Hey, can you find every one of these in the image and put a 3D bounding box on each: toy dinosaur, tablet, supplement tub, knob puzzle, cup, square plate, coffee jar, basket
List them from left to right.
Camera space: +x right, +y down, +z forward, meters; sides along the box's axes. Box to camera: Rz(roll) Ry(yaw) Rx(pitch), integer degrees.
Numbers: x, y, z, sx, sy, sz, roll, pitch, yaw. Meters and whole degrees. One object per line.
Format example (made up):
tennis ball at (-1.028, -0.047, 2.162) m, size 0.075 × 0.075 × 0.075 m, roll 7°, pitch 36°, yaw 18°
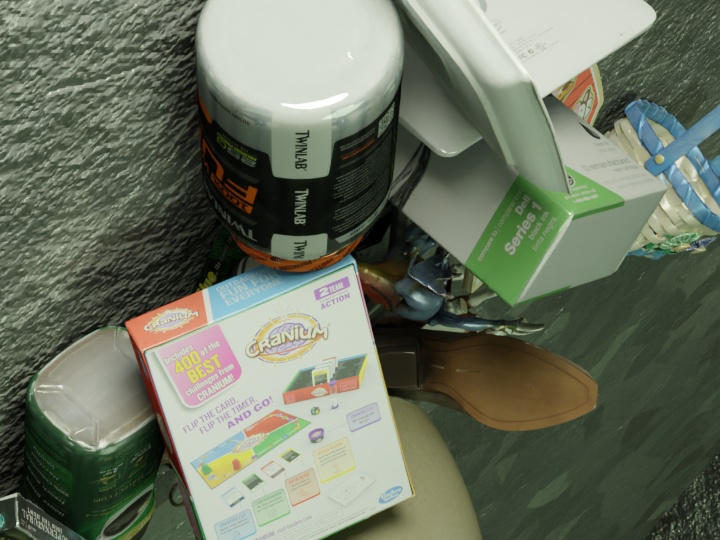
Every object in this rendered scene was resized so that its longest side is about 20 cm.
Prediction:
coffee jar at (-0.188, 0.134, 1.419) m, size 0.104 × 0.085 × 0.200 m, roll -38°, pitch 159°, yaw -35°
supplement tub at (-0.037, -0.089, 1.230) m, size 0.122 × 0.123 × 0.200 m, roll -37°, pitch 158°, yaw -20°
cup at (0.000, 0.178, 1.549) m, size 0.199 × 0.144 × 0.201 m, roll 2°, pitch 154°, yaw 1°
toy dinosaur at (0.036, 0.000, 1.498) m, size 0.199 × 0.106 × 0.182 m, roll -3°, pitch 162°, yaw -13°
square plate at (0.047, -0.141, 1.185) m, size 0.028 × 0.200 × 0.198 m, roll -36°, pitch 160°, yaw 0°
tablet at (0.083, -0.157, 1.322) m, size 0.200 × 0.130 × 0.014 m, roll -34°, pitch 151°, yaw -28°
knob puzzle at (0.155, -0.094, 1.658) m, size 0.220 × 0.030 × 0.220 m, roll -48°, pitch 153°, yaw -34°
basket at (0.303, -0.098, 1.850) m, size 0.200 × 0.139 × 0.176 m, roll -42°, pitch 161°, yaw 21°

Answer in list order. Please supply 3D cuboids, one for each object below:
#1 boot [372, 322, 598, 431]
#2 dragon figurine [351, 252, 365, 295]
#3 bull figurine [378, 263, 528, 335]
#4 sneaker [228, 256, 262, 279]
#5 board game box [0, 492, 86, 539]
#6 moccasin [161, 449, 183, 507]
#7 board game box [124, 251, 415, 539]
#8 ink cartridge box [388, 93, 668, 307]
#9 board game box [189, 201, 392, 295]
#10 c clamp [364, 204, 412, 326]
boot at (0.084, 0.077, 1.593) m, size 0.146 × 0.199 × 0.071 m, roll -34°, pitch 134°, yaw -85°
dragon figurine at (-0.062, 0.061, 1.549) m, size 0.200 × 0.059 × 0.099 m, roll -50°, pitch 152°, yaw -9°
bull figurine at (0.066, 0.045, 1.737) m, size 0.121 × 0.065 × 0.200 m, roll -25°, pitch 163°, yaw 25°
sneaker at (-0.094, 0.088, 1.423) m, size 0.078 × 0.079 × 0.201 m, roll -44°, pitch 134°, yaw -73°
board game box at (-0.243, 0.215, 1.397) m, size 0.135 × 0.028 × 0.200 m, roll -19°, pitch 149°, yaw 15°
moccasin at (-0.111, 0.148, 1.579) m, size 0.201 × 0.073 × 0.078 m, roll 9°, pitch 86°, yaw -58°
board game box at (-0.056, 0.095, 1.349) m, size 0.152 × 0.040 × 0.201 m, roll -22°, pitch 123°, yaw -14°
ink cartridge box at (0.086, -0.077, 1.386) m, size 0.146 × 0.200 × 0.085 m, roll -16°, pitch 142°, yaw -54°
board game box at (-0.034, -0.038, 1.480) m, size 0.200 × 0.023 × 0.105 m, roll -23°, pitch 151°, yaw -47°
c clamp at (0.000, 0.000, 1.494) m, size 0.171 × 0.027 × 0.201 m, roll -37°, pitch 146°, yaw -42°
